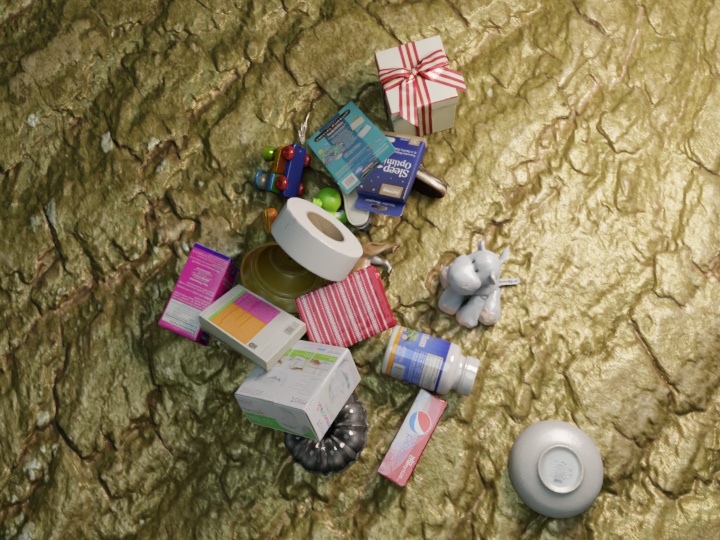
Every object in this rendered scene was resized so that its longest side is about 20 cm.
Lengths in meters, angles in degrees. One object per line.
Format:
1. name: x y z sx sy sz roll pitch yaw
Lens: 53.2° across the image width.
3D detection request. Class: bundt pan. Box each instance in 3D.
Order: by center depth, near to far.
1. bundt pan: -0.080 0.340 1.563 0.197 0.076 0.206 -1 75 4

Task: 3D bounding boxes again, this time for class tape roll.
1. tape roll: -0.093 -0.068 1.547 0.202 0.202 0.071 43 109 13

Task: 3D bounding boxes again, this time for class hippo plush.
1. hippo plush: 0.263 0.032 1.565 0.196 0.161 0.162 -18 74 1

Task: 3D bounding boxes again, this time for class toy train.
1. toy train: -0.183 -0.279 1.709 0.114 0.084 0.204 13 90 31

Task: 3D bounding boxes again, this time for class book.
1. book: -0.234 0.118 1.562 0.198 0.049 0.134 28 51 25

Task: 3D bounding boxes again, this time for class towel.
1. towel: -0.032 0.091 1.583 0.197 0.022 0.147 -22 87 -2

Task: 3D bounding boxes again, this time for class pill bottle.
1. pill bottle: 0.153 0.201 1.558 0.196 0.112 0.114 17 78 9

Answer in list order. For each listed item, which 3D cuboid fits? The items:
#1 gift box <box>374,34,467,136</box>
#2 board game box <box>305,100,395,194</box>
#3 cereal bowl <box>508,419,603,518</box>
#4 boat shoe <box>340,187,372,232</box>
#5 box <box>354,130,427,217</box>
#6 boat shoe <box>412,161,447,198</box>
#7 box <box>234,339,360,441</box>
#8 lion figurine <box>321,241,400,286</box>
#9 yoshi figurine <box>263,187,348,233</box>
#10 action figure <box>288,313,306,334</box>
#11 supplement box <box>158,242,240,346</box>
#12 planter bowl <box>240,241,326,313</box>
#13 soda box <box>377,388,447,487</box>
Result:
1. gift box: 0.140 -0.414 1.677 0.181 0.187 0.203 -20 74 0
2. board game box: -0.026 -0.290 1.675 0.150 0.047 0.201 -40 45 5
3. cereal bowl: 0.411 0.412 1.497 0.195 0.083 0.204 -1 75 4
4. boat shoe: -0.006 -0.189 1.695 0.073 0.062 0.204 -16 67 10
5. box: 0.067 -0.224 1.644 0.119 0.033 0.203 13 69 19
6. boat shoe: 0.125 -0.246 1.696 0.200 0.075 0.075 30 74 12
7. box: -0.131 0.241 1.506 0.197 0.098 0.177 4 42 35
8. lion figurine: 0.000 0.000 1.654 0.121 0.073 0.202 22 64 20
9. yoshi figurine: -0.125 -0.142 1.672 0.196 0.113 0.114 -7 54 -14
10. action figure: -0.063 0.114 1.622 0.195 0.066 0.052 -1 53 -3
11. supplement box: -0.366 0.057 1.647 0.102 0.101 0.203 22 79 9
12. planter bowl: -0.167 -0.005 1.632 0.196 0.203 0.084 6 39 7
13. soda box: 0.112 0.360 1.547 0.069 0.064 0.202 27 79 11
